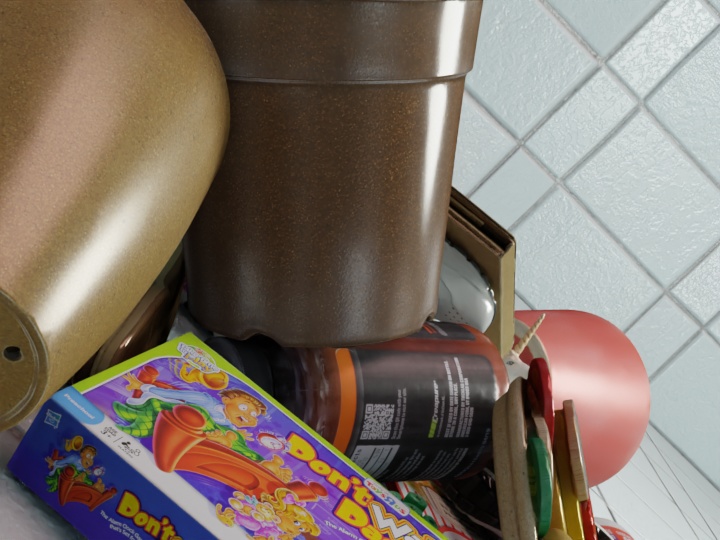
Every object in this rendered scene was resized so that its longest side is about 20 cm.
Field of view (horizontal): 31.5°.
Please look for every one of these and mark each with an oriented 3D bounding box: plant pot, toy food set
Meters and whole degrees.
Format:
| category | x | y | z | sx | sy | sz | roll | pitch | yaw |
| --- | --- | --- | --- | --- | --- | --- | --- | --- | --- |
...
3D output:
| category | x | y | z | sx | sy | sz | roll | pitch | yaw |
| --- | --- | --- | --- | --- | --- | --- | --- | --- | --- |
| plant pot | 0.176 | 0.126 | 1.333 | 0.177 | 0.201 | 0.201 | 15 | 29 | -52 |
| plant pot | -0.028 | -0.070 | 0.743 | 0.199 | 0.199 | 0.200 | 2 | 15 | 0 |
| plant pot | -0.161 | -0.026 | 0.572 | 0.186 | 0.186 | 0.200 | 41 | 28 | -26 |
| toy food set | 0.114 | 0.155 | 0.751 | 0.200 | 0.048 | 0.199 | 47 | 35 | -72 |

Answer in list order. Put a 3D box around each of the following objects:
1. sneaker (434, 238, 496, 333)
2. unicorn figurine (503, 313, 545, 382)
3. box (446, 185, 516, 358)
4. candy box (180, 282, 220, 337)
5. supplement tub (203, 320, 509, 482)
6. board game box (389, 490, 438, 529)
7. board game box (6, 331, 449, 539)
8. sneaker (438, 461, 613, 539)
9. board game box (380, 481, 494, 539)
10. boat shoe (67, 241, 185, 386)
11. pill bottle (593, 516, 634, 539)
| category | x | y | z | sx | sy | sz | roll | pitch | yaw |
| --- | --- | --- | --- | --- | --- | --- | --- | --- | --- |
| sneaker | 0.000 | 0.000 | 0.878 | 0.199 | 0.087 | 0.075 | 27 | -17 | -9 |
| unicorn figurine | 0.127 | 0.158 | 1.078 | 0.074 | 0.201 | 0.137 | 0 | 33 | -25 |
| box | 0.050 | -0.024 | 0.952 | 0.163 | 0.021 | 0.200 | 40 | -14 | 20 |
| candy box | -0.115 | -0.013 | 0.994 | 0.200 | 0.061 | 0.136 | 45 | 9 | 4 |
| supplement tub | -0.008 | 0.080 | 0.801 | 0.199 | 0.107 | 0.107 | 6 | 33 | -37 |
| board game box | -0.001 | 0.174 | 0.656 | 0.199 | 0.026 | 0.200 | 19 | 24 | -38 |
| board game box | -0.047 | 0.119 | 0.601 | 0.200 | 0.045 | 0.134 | 37 | 20 | 10 |
| sneaker | 0.135 | 0.192 | 0.887 | 0.200 | 0.074 | 0.079 | 52 | 6 | 35 |
| board game box | 0.064 | 0.210 | 0.858 | 0.151 | 0.046 | 0.200 | 40 | 11 | -29 |
| boat shoe | -0.147 | 0.024 | 0.730 | 0.072 | 0.072 | 0.200 | 14 | 21 | -4 |
| pill bottle | 0.189 | 0.279 | 0.907 | 0.111 | 0.111 | 0.200 | 39 | 11 | -32 |
